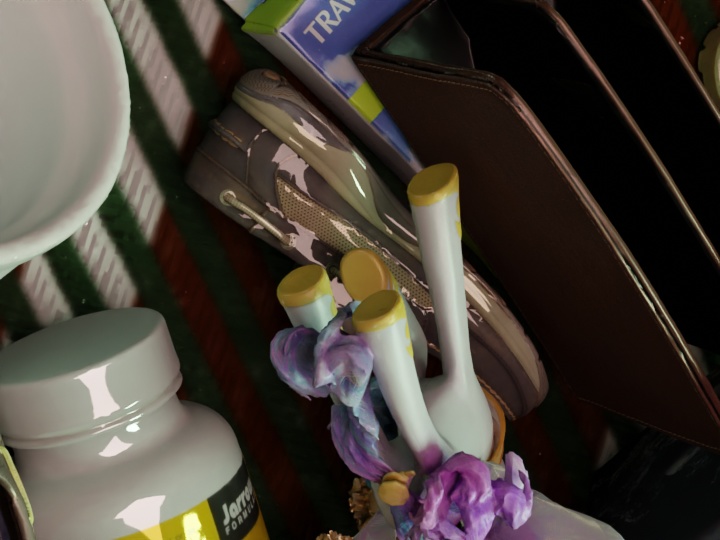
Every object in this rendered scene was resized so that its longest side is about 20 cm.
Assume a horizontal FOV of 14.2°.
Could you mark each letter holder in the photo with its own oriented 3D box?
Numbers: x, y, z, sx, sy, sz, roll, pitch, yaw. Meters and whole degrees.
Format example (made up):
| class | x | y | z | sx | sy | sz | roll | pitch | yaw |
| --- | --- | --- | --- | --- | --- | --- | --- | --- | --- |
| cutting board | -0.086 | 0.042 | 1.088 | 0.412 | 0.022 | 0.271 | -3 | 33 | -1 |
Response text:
| class | x | y | z | sx | sy | sz | roll | pitch | yaw |
| --- | --- | --- | --- | --- | --- | --- | --- | --- | --- |
| letter holder | 0.112 | -0.036 | 1.217 | 0.100 | 0.142 | 0.200 | -40 | 114 | -13 |

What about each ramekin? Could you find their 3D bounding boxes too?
| class | x | y | z | sx | sy | sz | roll | pitch | yaw |
| --- | --- | --- | --- | --- | --- | --- | --- | --- | --- |
| ramekin | -0.196 | -0.069 | 1.105 | 0.200 | 0.098 | 0.201 | 20 | 52 | -27 |

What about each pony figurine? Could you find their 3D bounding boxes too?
| class | x | y | z | sx | sy | sz | roll | pitch | yaw |
| --- | --- | --- | --- | --- | --- | --- | --- | --- | --- |
| pony figurine | 0.031 | 0.087 | 1.180 | 0.166 | 0.193 | 0.201 | -11 | 117 | 22 |

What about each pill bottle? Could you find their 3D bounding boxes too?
| class | x | y | z | sx | sy | sz | roll | pitch | yaw |
| --- | --- | --- | --- | --- | --- | --- | --- | --- | --- |
| pill bottle | -0.093 | 0.123 | 1.221 | 0.111 | 0.111 | 0.201 | -23 | 107 | -19 |

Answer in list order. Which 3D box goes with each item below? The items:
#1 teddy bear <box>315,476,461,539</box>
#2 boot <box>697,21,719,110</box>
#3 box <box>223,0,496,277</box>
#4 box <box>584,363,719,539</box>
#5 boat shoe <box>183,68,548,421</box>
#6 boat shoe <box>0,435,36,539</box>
| class | x | y | z | sx | sy | sz | roll | pitch | yaw |
| --- | --- | --- | --- | --- | --- | --- | --- | --- | --- |
| teddy bear | 0.041 | 0.175 | 1.311 | 0.200 | 0.067 | 0.146 | 36 | 61 | -33 |
| boot | 0.242 | -0.033 | 1.338 | 0.075 | 0.107 | 0.200 | -43 | 109 | -18 |
| box | 0.042 | -0.102 | 1.279 | 0.200 | 0.048 | 0.122 | 44 | 80 | -24 |
| box | 0.198 | 0.105 | 1.252 | 0.117 | 0.197 | 0.200 | 44 | 110 | -7 |
| boat shoe | 0.000 | 0.000 | 1.272 | 0.073 | 0.075 | 0.200 | -44 | 106 | 2 |
| boat shoe | -0.165 | 0.091 | 1.142 | 0.072 | 0.059 | 0.201 | -15 | 91 | -32 |
